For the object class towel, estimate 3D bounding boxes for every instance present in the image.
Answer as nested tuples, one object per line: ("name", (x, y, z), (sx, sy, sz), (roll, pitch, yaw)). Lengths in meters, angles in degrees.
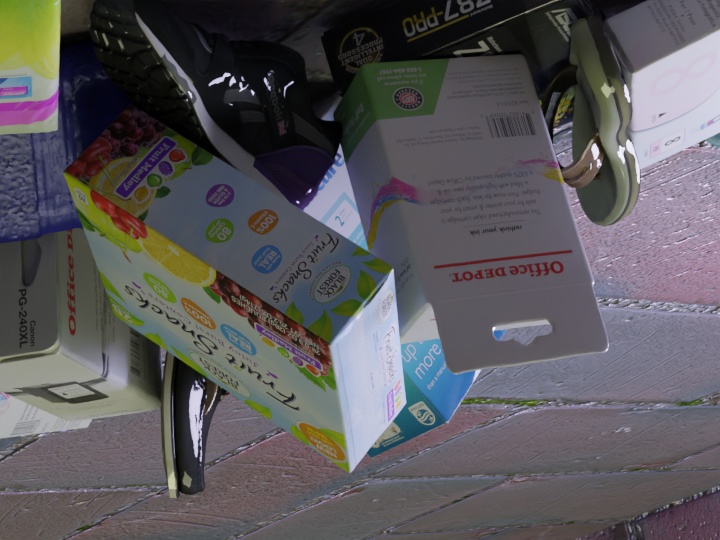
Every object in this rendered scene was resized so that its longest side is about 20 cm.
("towel", (-0.205, -0.082, 1.129), (0.198, 0.050, 0.148), (-9, 138, -12))

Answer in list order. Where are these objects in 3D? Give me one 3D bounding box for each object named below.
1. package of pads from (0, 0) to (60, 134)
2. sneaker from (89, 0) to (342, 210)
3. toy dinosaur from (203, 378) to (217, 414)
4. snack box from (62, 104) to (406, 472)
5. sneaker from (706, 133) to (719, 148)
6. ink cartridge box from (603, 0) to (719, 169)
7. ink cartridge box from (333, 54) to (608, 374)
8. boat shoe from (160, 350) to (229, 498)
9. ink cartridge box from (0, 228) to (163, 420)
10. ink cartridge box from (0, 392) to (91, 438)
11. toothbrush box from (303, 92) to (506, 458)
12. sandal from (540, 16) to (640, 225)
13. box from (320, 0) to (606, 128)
("package of pads", (-0.229, -0.135, 0.921), (0.153, 0.069, 0.200), (-1, 158, -11))
("sneaker", (-0.081, -0.114, 1.077), (0.075, 0.088, 0.200), (21, 158, 42))
("toy dinosaur", (-0.111, -0.010, 1.283), (0.101, 0.201, 0.058), (-22, -168, -11))
("snack box", (-0.071, 0.014, 1.095), (0.068, 0.199, 0.169), (-48, 158, -22))
("sneaker", (0.328, -0.133, 1.339), (0.081, 0.074, 0.200), (-3, 159, -38))
("ink cartridge box", (0.255, -0.152, 1.191), (0.199, 0.057, 0.163), (-22, 158, 1))
("ink cartridge box", (0.066, -0.026, 1.108), (0.116, 0.201, 0.067), (-6, 159, -23))
("boat shoe", (-0.115, 0.064, 1.322), (0.063, 0.203, 0.074), (4, 169, -6))
("ink cartridge box", (-0.212, 0.014, 1.281), (0.083, 0.146, 0.200), (-9, 163, 12))
("ink cartridge box", (-0.322, 0.087, 1.532), (0.199, 0.085, 0.145), (-7, 161, -22))
("toothbrush box", (0.000, 0.000, 1.236), (0.085, 0.200, 0.147), (-31, -166, 43))
("sandal", (0.139, -0.094, 1.170), (0.057, 0.080, 0.201), (-22, 152, -1))
("box", (0.084, -0.135, 1.199), (0.160, 0.049, 0.200), (-22, 160, 15))
